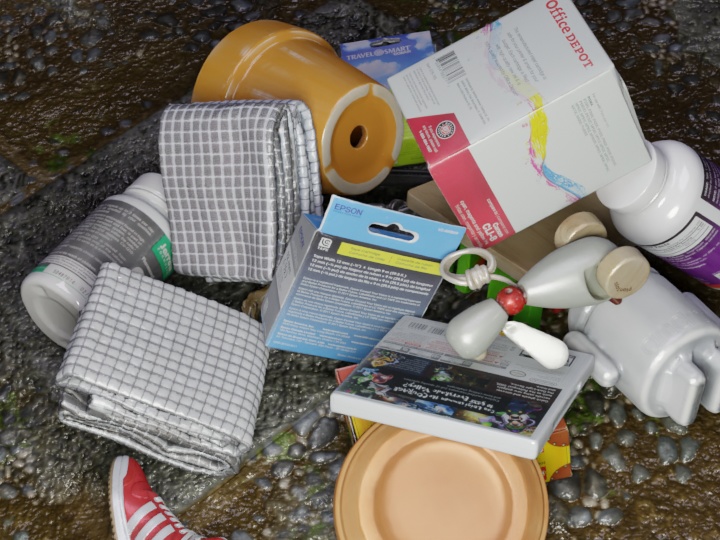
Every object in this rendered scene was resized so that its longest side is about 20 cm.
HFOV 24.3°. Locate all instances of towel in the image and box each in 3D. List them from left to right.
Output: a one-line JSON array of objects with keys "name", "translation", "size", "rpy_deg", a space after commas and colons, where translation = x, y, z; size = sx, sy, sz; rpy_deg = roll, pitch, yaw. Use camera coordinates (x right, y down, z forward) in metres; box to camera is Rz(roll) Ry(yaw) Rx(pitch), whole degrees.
[{"name": "towel", "translation": [-0.199, 0.104, 1.674], "size": [0.200, 0.086, 0.166], "rpy_deg": [21, 45, -11]}, {"name": "towel", "translation": [-0.130, -0.081, 1.776], "size": [0.165, 0.200, 0.086], "rpy_deg": [1, 10, 33]}]

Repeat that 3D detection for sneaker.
[{"name": "sneaker", "translation": [-0.174, 0.252, 1.579], "size": [0.112, 0.071, 0.200], "rpy_deg": [-16, 52, -1]}]

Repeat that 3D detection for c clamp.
[{"name": "c clamp", "translation": [0.005, -0.077, 1.879], "size": [0.200, 0.027, 0.171], "rpy_deg": [1, 24, 36]}]

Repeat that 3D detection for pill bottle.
[{"name": "pill bottle", "translation": [-0.268, -0.011, 1.832], "size": [0.113, 0.113, 0.200], "rpy_deg": [21, 52, 27]}, {"name": "pill bottle", "translation": [0.334, -0.062, 1.711], "size": [0.112, 0.200, 0.113], "rpy_deg": [-29, 48, 38]}]

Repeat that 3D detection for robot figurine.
[{"name": "robot figurine", "translation": [0.285, 0.066, 1.660], "size": [0.169, 0.113, 0.200], "rpy_deg": [-15, 42, -30]}]

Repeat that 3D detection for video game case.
[{"name": "video game case", "translation": [0.098, 0.105, 1.562], "size": [0.200, 0.023, 0.182], "rpy_deg": [12, 27, 21]}]

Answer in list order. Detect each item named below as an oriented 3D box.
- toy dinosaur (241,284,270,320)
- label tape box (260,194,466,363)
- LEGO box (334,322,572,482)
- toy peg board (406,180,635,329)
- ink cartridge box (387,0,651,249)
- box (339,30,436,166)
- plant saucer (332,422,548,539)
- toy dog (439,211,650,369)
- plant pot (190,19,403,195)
[{"name": "toy dinosaur", "translation": [-0.056, -0.012, 1.837], "size": [0.101, 0.058, 0.200], "rpy_deg": [18, 50, 27]}, {"name": "label tape box", "translation": [0.000, 0.000, 1.664], "size": [0.143, 0.200, 0.066], "rpy_deg": [12, 37, -18]}, {"name": "LEGO box", "translation": [0.090, 0.148, 1.635], "size": [0.200, 0.077, 0.149], "rpy_deg": [-13, 44, -4]}, {"name": "toy peg board", "translation": [0.183, -0.031, 1.808], "size": [0.199, 0.098, 0.200], "rpy_deg": [-23, 43, -35]}, {"name": "ink cartridge box", "translation": [0.157, -0.148, 1.637], "size": [0.200, 0.145, 0.145], "rpy_deg": [-28, 45, 7]}, {"name": "box", "translation": [0.042, -0.207, 2.024], "size": [0.122, 0.048, 0.200], "rpy_deg": [-8, 44, 0]}, {"name": "plant saucer", "translation": [0.075, 0.216, 1.527], "size": [0.200, 0.037, 0.200], "rpy_deg": [0, 76, -1]}, {"name": "toy dog", "translation": [0.180, 0.030, 1.588], "size": [0.200, 0.096, 0.132], "rpy_deg": [-17, 42, 9]}, {"name": "plant pot", "translation": [-0.057, -0.166, 1.868], "size": [0.183, 0.200, 0.200], "rpy_deg": [21, 51, 42]}]
